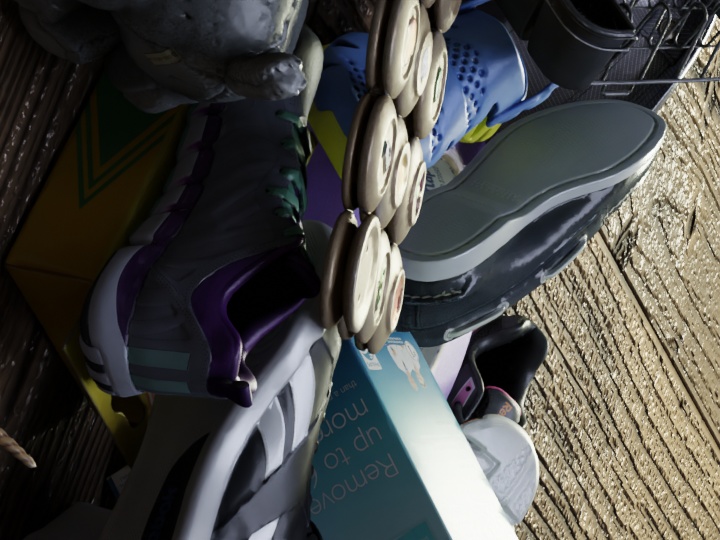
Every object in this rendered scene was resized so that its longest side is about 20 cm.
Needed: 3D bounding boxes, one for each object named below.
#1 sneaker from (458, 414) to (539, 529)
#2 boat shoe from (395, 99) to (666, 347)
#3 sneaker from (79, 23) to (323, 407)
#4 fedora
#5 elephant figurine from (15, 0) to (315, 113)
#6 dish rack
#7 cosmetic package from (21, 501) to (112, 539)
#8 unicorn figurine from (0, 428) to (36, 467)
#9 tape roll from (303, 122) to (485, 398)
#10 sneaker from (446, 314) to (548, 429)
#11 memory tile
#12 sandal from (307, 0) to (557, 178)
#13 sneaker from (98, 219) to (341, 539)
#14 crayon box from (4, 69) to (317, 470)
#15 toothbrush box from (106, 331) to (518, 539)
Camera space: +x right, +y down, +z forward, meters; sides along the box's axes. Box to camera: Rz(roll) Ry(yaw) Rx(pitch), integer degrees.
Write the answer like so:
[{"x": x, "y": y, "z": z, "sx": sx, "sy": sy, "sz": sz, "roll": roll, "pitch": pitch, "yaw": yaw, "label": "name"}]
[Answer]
[{"x": 0.000, "y": 0.139, "z": 1.521, "sx": 0.200, "sy": 0.082, "sz": 0.077, "roll": -37, "pitch": 110, "yaw": -13, "label": "sneaker"}, {"x": 0.083, "y": -0.027, "z": 1.515, "sx": 0.200, "sy": 0.075, "sz": 0.061, "roll": -28, "pitch": 131, "yaw": -34, "label": "boat shoe"}, {"x": -0.041, "y": -0.021, "z": 1.267, "sx": 0.201, "sy": 0.087, "sz": 0.075, "roll": -64, "pitch": 152, "yaw": -29, "label": "sneaker"}, {"x": 0.109, "y": -0.140, "z": 1.635, "sx": 0.090, "sy": 0.177, "sz": 0.200, "roll": 45, "pitch": 78, "yaw": -27, "label": "fedora"}, {"x": -0.052, "y": -0.172, "z": 1.211, "sx": 0.200, "sy": 0.155, "sz": 0.141, "roll": -55, "pitch": -175, "yaw": -18, "label": "elephant figurine"}, {"x": 0.141, "y": -0.152, "z": 1.448, "sx": 0.199, "sy": 0.154, "sz": 0.055, "roll": -4, "pitch": 141, "yaw": -36, "label": "dish rack"}, {"x": -0.125, "y": 0.220, "z": 1.339, "sx": 0.101, "sy": 0.071, "sz": 0.201, "roll": -38, "pitch": 134, "yaw": -56, "label": "cosmetic package"}, {"x": -0.187, "y": -0.018, "z": 1.103, "sx": 0.200, "sy": 0.074, "sz": 0.138, "roll": 20, "pitch": 92, "yaw": -52, "label": "unicorn figurine"}, {"x": 0.000, "y": 0.000, "z": 1.527, "sx": 0.200, "sy": 0.065, "sz": 0.201, "roll": 11, "pitch": 90, "yaw": -67, "label": "tape roll"}, {"x": 0.044, "y": 0.093, "z": 1.619, "sx": 0.080, "sy": 0.086, "sz": 0.201, "roll": 42, "pitch": 49, "yaw": -26, "label": "sneaker"}, {"x": 0.017, "y": -0.066, "z": 1.273, "sx": 0.153, "sy": 0.017, "sz": 0.201, "roll": 45, "pitch": 56, "yaw": -78, "label": "memory tile"}, {"x": 0.041, "y": -0.095, "z": 1.417, "sx": 0.080, "sy": 0.087, "sz": 0.200, "roll": 61, "pitch": 33, "yaw": -3, "label": "sandal"}, {"x": -0.041, "y": 0.086, "z": 1.304, "sx": 0.112, "sy": 0.073, "sz": 0.201, "roll": 44, "pitch": 64, "yaw": -41, "label": "sneaker"}, {"x": -0.093, "y": -0.019, "z": 1.325, "sx": 0.127, "sy": 0.051, "sz": 0.201, "roll": 68, "pitch": 40, "yaw": -52, "label": "crayon box"}, {"x": -0.004, "y": 0.148, "z": 1.372, "sx": 0.201, "sy": 0.146, "sz": 0.085, "roll": 63, "pitch": 20, "yaw": 12, "label": "toothbrush box"}]
